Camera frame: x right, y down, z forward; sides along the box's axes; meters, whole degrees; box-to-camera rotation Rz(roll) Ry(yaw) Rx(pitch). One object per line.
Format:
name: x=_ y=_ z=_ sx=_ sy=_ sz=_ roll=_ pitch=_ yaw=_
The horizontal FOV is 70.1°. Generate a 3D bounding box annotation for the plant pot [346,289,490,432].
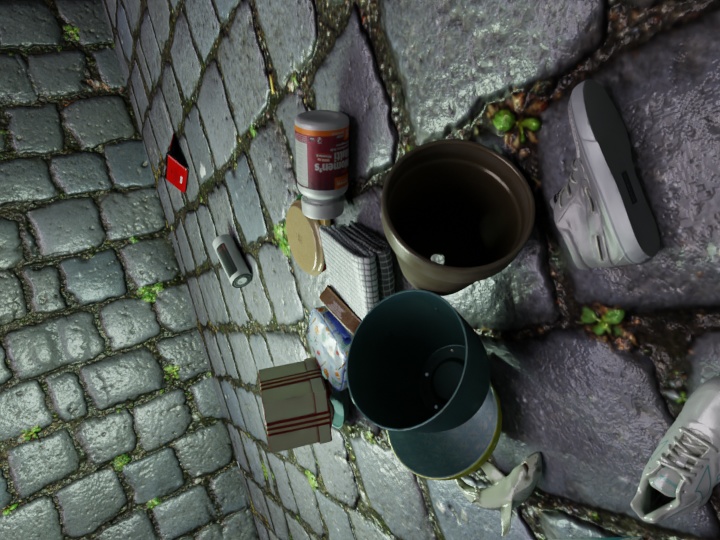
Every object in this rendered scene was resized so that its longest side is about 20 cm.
plant pot: x=0.104 y=0.151 z=0.778 sx=0.199 sy=0.161 sz=0.202 roll=-18 pitch=58 yaw=31

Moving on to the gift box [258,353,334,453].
gift box: x=-0.165 y=0.336 z=1.357 sx=0.200 sy=0.185 sz=0.186 roll=-117 pitch=21 yaw=-60

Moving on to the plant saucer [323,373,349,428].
plant saucer: x=-0.082 y=0.336 z=1.429 sx=0.200 sy=0.036 sz=0.202 roll=38 pitch=136 yaw=48

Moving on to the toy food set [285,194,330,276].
toy food set: x=-0.131 y=-0.086 z=1.276 sx=0.198 sy=0.048 sz=0.202 roll=28 pitch=129 yaw=53

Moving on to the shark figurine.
shark figurine: x=0.226 y=0.371 z=0.864 sx=0.214 sy=0.089 sz=0.129 roll=-23 pitch=51 yaw=54

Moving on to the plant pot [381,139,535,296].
plant pot: x=0.122 y=-0.052 z=0.727 sx=0.201 sy=0.199 sz=0.174 roll=61 pitch=167 yaw=21

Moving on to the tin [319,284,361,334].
tin: x=-0.020 y=0.102 z=1.122 sx=0.200 sy=0.042 sz=0.112 roll=42 pitch=179 yaw=45

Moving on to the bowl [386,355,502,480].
bowl: x=0.154 y=0.257 z=0.866 sx=0.200 sy=0.201 sz=0.108 roll=40 pitch=179 yaw=45

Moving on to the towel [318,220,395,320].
towel: x=0.000 y=0.000 z=1.053 sx=0.200 sy=0.085 sz=0.167 roll=39 pitch=145 yaw=52

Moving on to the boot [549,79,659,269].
boot: x=0.247 y=-0.096 z=0.568 sx=0.095 sy=0.073 sz=0.202 roll=-18 pitch=90 yaw=55

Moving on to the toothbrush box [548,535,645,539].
toothbrush box: x=0.293 y=0.441 z=0.702 sx=0.086 sy=0.145 sz=0.200 roll=63 pitch=151 yaw=18

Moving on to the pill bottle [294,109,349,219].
pill bottle: x=-0.077 y=-0.214 z=1.047 sx=0.109 sy=0.109 sz=0.202 roll=39 pitch=137 yaw=46

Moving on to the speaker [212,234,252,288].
speaker: x=-0.469 y=-0.036 z=1.875 sx=0.201 sy=0.081 sz=0.082 roll=58 pitch=148 yaw=27

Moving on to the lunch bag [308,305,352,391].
lunch bag: x=-0.057 y=0.185 z=1.266 sx=0.200 sy=0.075 sz=0.161 roll=49 pitch=141 yaw=38

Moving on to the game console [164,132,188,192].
game console: x=-0.821 y=-0.485 z=2.326 sx=0.172 sy=0.119 sz=0.200 roll=38 pitch=148 yaw=-2

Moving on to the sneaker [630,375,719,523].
sneaker: x=0.350 y=0.200 z=0.541 sx=0.070 sy=0.080 sz=0.202 roll=42 pitch=138 yaw=46
